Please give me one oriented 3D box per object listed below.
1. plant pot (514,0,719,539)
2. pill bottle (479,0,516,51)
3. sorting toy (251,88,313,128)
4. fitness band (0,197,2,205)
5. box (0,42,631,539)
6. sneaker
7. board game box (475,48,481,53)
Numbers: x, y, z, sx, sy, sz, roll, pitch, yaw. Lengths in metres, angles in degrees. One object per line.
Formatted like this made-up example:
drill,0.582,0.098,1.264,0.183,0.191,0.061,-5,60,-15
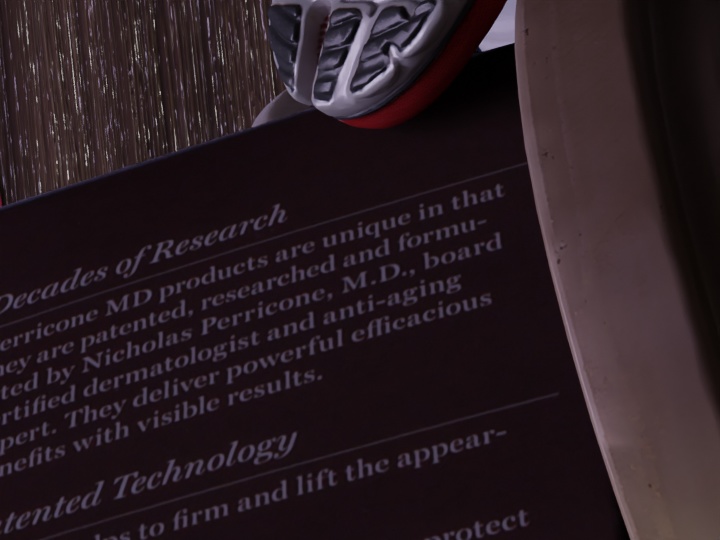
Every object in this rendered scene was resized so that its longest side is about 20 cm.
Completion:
plant pot,0.109,0.017,0.625,0.201,0.093,0.201,-17,-90,-77
pill bottle,0.030,-0.149,0.792,0.200,0.116,0.116,55,171,-19
sorting toy,0.000,0.000,0.972,0.180,0.107,0.200,-114,20,-46
fitness band,-0.282,0.003,2.131,0.144,0.037,0.200,-129,38,-57
box,0.006,0.085,0.680,0.200,0.164,0.166,-92,-20,-49
sneaker,0.050,-0.112,0.696,0.077,0.085,0.200,8,65,47
board game box,0.023,-0.168,0.986,0.200,0.035,0.136,-101,-7,-66
